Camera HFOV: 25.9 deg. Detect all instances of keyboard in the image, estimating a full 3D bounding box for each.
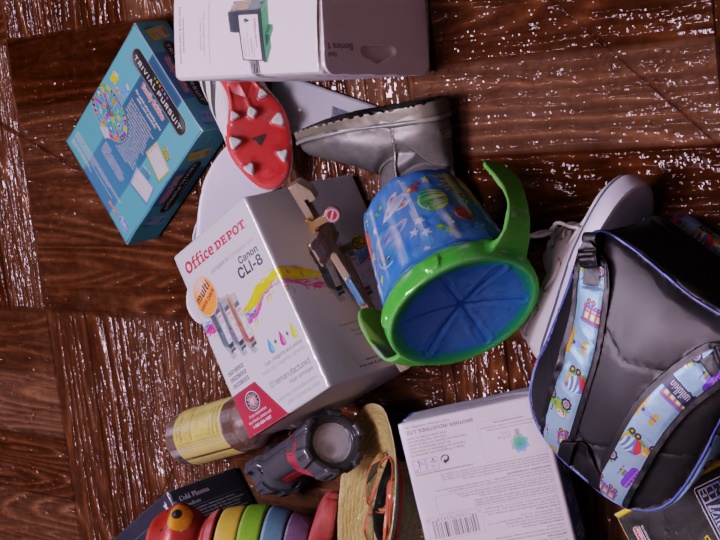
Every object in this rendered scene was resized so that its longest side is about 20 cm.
[{"bbox_3d":[-0.020,-0.144,1.530,0.200,0.011,0.056,24,112,39],"label":"keyboard"}]

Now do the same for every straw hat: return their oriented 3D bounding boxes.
[{"bbox_3d":[0.043,0.224,1.497,0.201,0.085,0.202,-174,90,-76],"label":"straw hat"}]

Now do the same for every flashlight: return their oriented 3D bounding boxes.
[{"bbox_3d":[-0.055,0.191,1.580,0.068,0.068,0.200,59,156,7],"label":"flashlight"}]

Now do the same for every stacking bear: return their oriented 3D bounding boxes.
[{"bbox_3d":[-0.125,0.288,1.612,0.199,0.122,0.114,6,135,9],"label":"stacking bear"}]

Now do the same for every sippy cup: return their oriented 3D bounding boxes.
[{"bbox_3d":[0.066,-0.011,1.329,0.177,0.140,0.131,-26,52,4],"label":"sippy cup"}]

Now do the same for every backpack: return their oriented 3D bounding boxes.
[{"bbox_3d":[0.235,0.079,1.236,0.182,0.134,0.200,38,124,29],"label":"backpack"}]

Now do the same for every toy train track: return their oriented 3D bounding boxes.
[{"bbox_3d":[0.000,0.000,1.426,0.032,0.115,0.200,-28,102,12],"label":"toy train track"}]

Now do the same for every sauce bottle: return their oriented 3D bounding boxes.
[{"bbox_3d":[-0.131,0.166,1.684,0.200,0.065,0.065,-18,88,45],"label":"sauce bottle"}]

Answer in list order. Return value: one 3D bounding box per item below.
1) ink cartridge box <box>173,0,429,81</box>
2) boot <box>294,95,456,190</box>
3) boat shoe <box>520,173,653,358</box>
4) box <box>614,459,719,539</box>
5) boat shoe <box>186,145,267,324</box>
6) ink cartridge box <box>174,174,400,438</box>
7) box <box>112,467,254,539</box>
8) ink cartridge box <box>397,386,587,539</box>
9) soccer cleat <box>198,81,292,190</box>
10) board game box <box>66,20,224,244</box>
[{"bbox_3d":[-0.054,-0.217,1.444,0.200,0.146,0.085,4,98,44],"label":"ink cartridge box"},{"bbox_3d":[0.031,-0.052,1.456,0.181,0.072,0.201,-4,105,39],"label":"boot"},{"bbox_3d":[0.179,-0.011,1.325,0.086,0.074,0.202,46,138,34],"label":"boat shoe"},{"bbox_3d":[0.317,0.254,1.265,0.160,0.049,0.200,-37,74,42],"label":"box"},{"bbox_3d":[-0.140,-0.044,1.636,0.068,0.071,0.201,-129,49,-76],"label":"boat shoe"},{"bbox_3d":[-0.058,0.032,1.515,0.145,0.144,0.201,-36,74,46],"label":"ink cartridge box"},{"bbox_3d":[-0.183,0.351,1.756,0.200,0.104,0.183,-42,72,43],"label":"box"},{"bbox_3d":[0.123,0.214,1.392,0.136,0.076,0.201,-13,89,15],"label":"ink cartridge box"},{"bbox_3d":[-0.122,-0.173,1.581,0.200,0.068,0.085,63,178,5],"label":"soccer cleat"},{"bbox_3d":[-0.234,-0.149,1.716,0.151,0.047,0.200,57,133,18],"label":"board game box"}]
